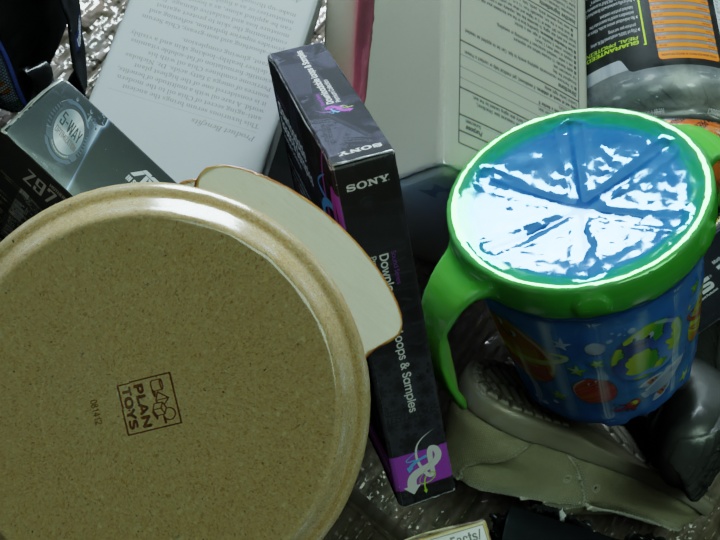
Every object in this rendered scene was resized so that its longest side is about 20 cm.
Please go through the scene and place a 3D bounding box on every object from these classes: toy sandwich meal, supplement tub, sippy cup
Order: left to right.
[{"bbox_3d":[-0.085,0.049,0.647,0.204,0.070,0.206,0,92,-2],"label":"toy sandwich meal"},{"bbox_3d":[0.122,0.007,0.781,0.177,0.131,0.140,-5,45,14],"label":"sippy cup"},{"bbox_3d":[0.181,-0.140,0.946,0.122,0.123,0.201,8,62,-21],"label":"supplement tub"}]

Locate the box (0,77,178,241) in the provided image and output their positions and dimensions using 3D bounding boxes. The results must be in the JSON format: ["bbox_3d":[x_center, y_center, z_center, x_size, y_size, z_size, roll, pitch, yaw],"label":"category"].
[{"bbox_3d":[-0.109,0.015,0.755,0.200,0.160,0.044,43,61,-3],"label":"box"}]

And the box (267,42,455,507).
[{"bbox_3d":[0.000,0.000,0.764,0.036,0.143,0.201,-17,122,-7],"label":"box"}]

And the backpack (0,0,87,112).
[{"bbox_3d":[-0.207,-0.198,0.771,0.153,0.191,0.201,7,68,-3],"label":"backpack"}]

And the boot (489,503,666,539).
[{"bbox_3d":[0.154,0.200,0.842,0.167,0.200,0.077,8,58,17],"label":"boot"}]

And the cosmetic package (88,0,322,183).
[{"bbox_3d":[-0.088,-0.107,0.837,0.101,0.071,0.201,17,60,-1],"label":"cosmetic package"}]

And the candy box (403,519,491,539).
[{"bbox_3d":[0.053,0.238,0.769,0.056,0.117,0.201,-12,76,-17],"label":"candy box"}]

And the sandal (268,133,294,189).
[{"bbox_3d":[-0.050,-0.028,0.862,0.076,0.043,0.201,21,65,-15],"label":"sandal"}]

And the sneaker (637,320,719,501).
[{"bbox_3d":[0.181,0.070,0.878,0.091,0.076,0.200,27,18,5],"label":"sneaker"}]

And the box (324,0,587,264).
[{"bbox_3d":[0.056,-0.118,0.885,0.128,0.109,0.201,20,63,-39],"label":"box"}]

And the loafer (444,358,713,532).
[{"bbox_3d":[0.124,0.111,0.876,0.200,0.068,0.076,25,25,-28],"label":"loafer"}]

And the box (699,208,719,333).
[{"bbox_3d":[0.265,-0.044,0.897,0.049,0.161,0.200,53,33,2],"label":"box"}]
